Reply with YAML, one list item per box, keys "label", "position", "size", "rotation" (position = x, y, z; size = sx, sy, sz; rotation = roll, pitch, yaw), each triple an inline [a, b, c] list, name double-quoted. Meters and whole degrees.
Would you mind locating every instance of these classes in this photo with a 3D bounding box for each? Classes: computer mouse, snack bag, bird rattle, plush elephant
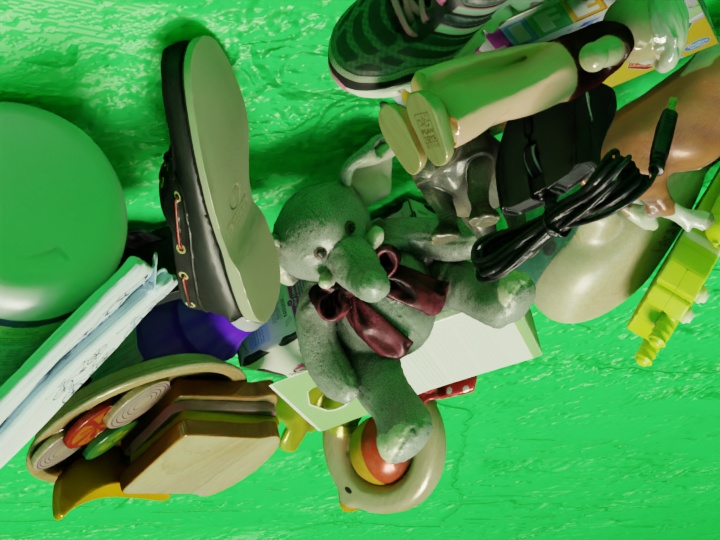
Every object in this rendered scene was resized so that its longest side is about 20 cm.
- label: "computer mouse"
  position: [0.132, -0.084, 1.006]
  size: [0.140, 0.201, 0.046]
  rotation: [-29, 110, 35]
- label: "snack bag"
  position: [-0.188, 0.063, 1.045]
  size: [0.189, 0.021, 0.200]
  rotation: [-46, 179, -5]
- label: "bird rattle"
  position: [0.025, 0.135, 1.503]
  size: [0.198, 0.165, 0.112]
  rotation: [-15, 176, 26]
- label: "plush elephant"
  position: [0.000, 0.000, 1.168]
  size: [0.165, 0.200, 0.155]
  rotation: [-46, 146, 1]

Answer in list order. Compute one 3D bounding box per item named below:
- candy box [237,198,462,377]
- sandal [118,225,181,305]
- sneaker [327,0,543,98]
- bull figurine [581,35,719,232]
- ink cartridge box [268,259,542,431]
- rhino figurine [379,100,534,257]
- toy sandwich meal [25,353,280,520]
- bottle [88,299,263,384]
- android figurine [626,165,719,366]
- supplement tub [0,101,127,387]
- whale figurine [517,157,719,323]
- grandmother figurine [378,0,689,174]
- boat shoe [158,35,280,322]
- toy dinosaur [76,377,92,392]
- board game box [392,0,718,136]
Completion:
- label: "candy box"
  position: [0.009, 0.023, 1.352]
  size: [0.199, 0.062, 0.136]
  rotation: [-30, 152, 29]
- label: "sandal"
  position: [-0.172, 0.001, 1.197]
  size: [0.198, 0.076, 0.045]
  rotation: [-21, 160, -4]
- label: "sneaker"
  position: [0.054, -0.172, 0.938]
  size: [0.198, 0.074, 0.087]
  rotation: [-29, 153, 20]
- label: "bull figurine"
  position: [0.241, -0.104, 1.133]
  size: [0.199, 0.066, 0.122]
  rotation: [-30, 129, 14]
- label: "ink cartridge box"
  position: [0.035, 0.059, 1.308]
  size: [0.198, 0.048, 0.146]
  rotation: [-18, 156, 9]
- label: "rhino figurine"
  position: [0.062, -0.064, 1.069]
  size: [0.059, 0.089, 0.200]
  rotation: [-16, 158, 20]
- label: "toy sandwich meal"
  position: [-0.161, 0.136, 1.297]
  size: [0.203, 0.071, 0.206]
  rotation: [-22, 158, -9]
- label: "bottle"
  position: [-0.154, 0.063, 1.344]
  size: [0.199, 0.066, 0.083]
  rotation: [-31, 143, 34]
- label: "android figurine"
  position: [0.259, -0.019, 1.258]
  size: [0.041, 0.201, 0.182]
  rotation: [29, 159, 7]
- label: "supplement tub"
  position: [-0.243, 0.001, 1.063]
  size: [0.143, 0.147, 0.200]
  rotation: [0, 153, -29]
- label: "whale figurine"
  position: [0.193, -0.055, 1.266]
  size: [0.201, 0.104, 0.159]
  rotation: [-51, 157, 20]
- label: "grandmother figurine"
  position: [0.113, -0.118, 0.964]
  size: [0.198, 0.061, 0.121]
  rotation: [-26, -166, -24]
- label: "boat shoe"
  position: [-0.101, -0.054, 1.050]
  size: [0.062, 0.074, 0.203]
  rotation: [6, 129, 20]
- label: "toy dinosaur"
  position: [-0.262, 0.088, 1.288]
  size: [0.135, 0.102, 0.201]
  rotation: [-29, 115, 10]
- label: "board game box"
  position: [0.118, -0.149, 1.067]
  size: [0.198, 0.035, 0.134]
  rotation: [-22, 155, 18]
